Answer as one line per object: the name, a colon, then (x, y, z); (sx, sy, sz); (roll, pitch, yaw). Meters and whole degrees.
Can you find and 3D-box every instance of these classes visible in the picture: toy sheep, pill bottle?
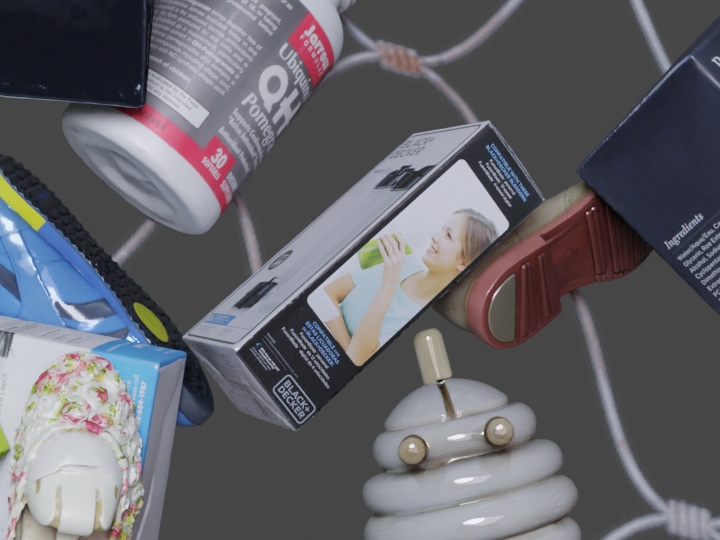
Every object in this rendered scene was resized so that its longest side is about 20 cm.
toy sheep: (0.061, 0.132, 0.865); (0.136, 0.138, 0.203); (-7, 86, -10)
pill bottle: (-0.079, -0.131, 0.920); (0.110, 0.111, 0.201); (35, 74, 1)

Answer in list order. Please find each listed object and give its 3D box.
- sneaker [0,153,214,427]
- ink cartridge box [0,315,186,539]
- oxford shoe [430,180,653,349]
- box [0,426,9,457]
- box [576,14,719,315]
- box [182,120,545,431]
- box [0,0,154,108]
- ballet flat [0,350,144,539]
sneaker: (-0.171, 0.027, 0.898); (0.078, 0.066, 0.200); (-44, 90, 6)
ink cartridge box: (-0.205, 0.085, 0.841); (0.198, 0.068, 0.118); (11, 94, 7)
oxford shoe: (0.121, -0.026, 0.948); (0.199, 0.074, 0.071); (-29, 123, -32)
box: (-0.278, 0.029, 0.791); (0.121, 0.048, 0.202); (-24, 89, 10)
box: (0.269, -0.065, 0.918); (0.200, 0.118, 0.197); (44, 46, 3)
box: (0.000, 0.000, 0.893); (0.200, 0.116, 0.060); (-41, 104, -15)
box: (-0.165, -0.229, 0.816); (0.122, 0.201, 0.200); (4, 44, -5)
ballet flat: (-0.146, 0.142, 0.759); (0.075, 0.064, 0.203); (9, 87, -17)
